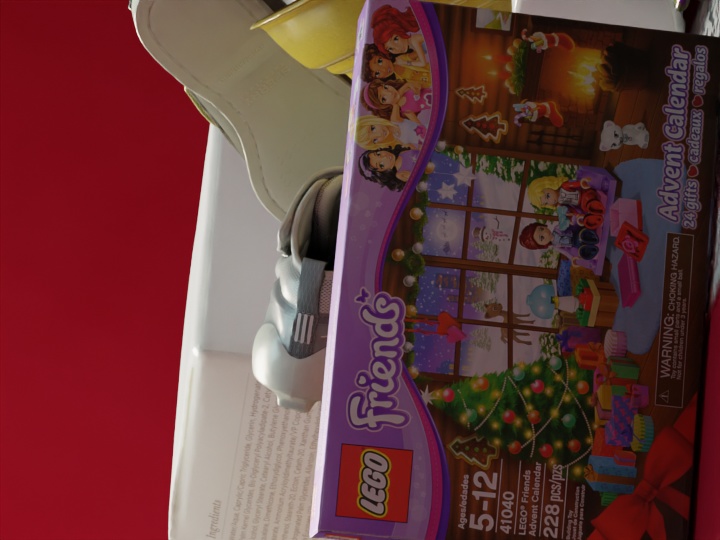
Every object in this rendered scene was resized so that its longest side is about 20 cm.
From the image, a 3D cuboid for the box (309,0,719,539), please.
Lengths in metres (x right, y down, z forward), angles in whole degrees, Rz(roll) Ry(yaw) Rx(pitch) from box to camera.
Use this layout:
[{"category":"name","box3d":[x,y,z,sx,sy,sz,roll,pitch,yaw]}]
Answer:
[{"category":"box","box3d":[0.058,0.006,1.019,0.039,0.136,0.201,122,154,-79]}]

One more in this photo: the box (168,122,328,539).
[{"category":"box","box3d":[-0.020,0.040,1.653,0.200,0.170,0.200,103,172,-49]}]

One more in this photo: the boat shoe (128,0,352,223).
[{"category":"boat shoe","box3d":[-0.044,-0.089,1.323,0.202,0.072,0.060,49,-169,-38]}]

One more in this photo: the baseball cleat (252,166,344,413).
[{"category":"baseball cleat","box3d":[0.000,0.000,1.269,0.200,0.069,0.107,-63,-14,-75]}]

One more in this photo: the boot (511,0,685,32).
[{"category":"boot","box3d":[0.094,-0.152,1.087,0.200,0.072,0.091,76,-158,-51]}]

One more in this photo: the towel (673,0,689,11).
[{"category":"towel","box3d":[0.139,-0.215,1.034,0.144,0.023,0.201,106,169,-58]}]

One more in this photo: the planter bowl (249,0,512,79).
[{"category":"planter bowl","box3d":[0.057,-0.118,1.220,0.084,0.200,0.200,62,178,-5]}]

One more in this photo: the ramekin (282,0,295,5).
[{"category":"ramekin","box3d":[-0.056,-0.213,1.373,0.200,0.105,0.201,-167,90,-77]}]
